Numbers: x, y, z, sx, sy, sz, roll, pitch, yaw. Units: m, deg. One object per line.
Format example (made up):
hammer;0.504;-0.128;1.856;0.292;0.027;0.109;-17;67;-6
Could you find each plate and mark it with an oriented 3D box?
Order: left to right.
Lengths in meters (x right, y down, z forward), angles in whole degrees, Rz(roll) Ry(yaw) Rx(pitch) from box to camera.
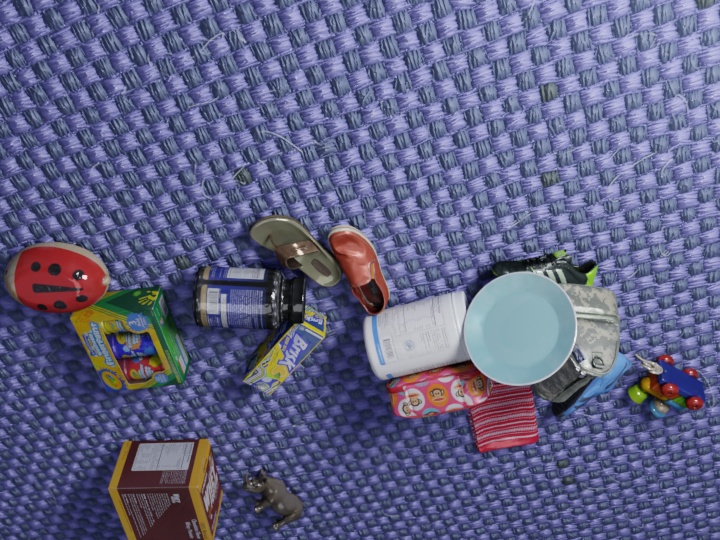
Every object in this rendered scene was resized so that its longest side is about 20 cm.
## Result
plate;0.276;0.101;1.305;0.199;0.202;0.026;-25;153;18

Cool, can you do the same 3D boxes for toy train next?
toy train;0.591;0.231;1.537;0.199;0.085;0.116;27;136;-18

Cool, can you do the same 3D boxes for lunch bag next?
lunch bag;0.162;0.217;1.475;0.198;0.176;0.083;-14;96;21
lunch bag;0.381;0.137;1.370;0.138;0.169;0.200;5;153;-9

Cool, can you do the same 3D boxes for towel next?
towel;0.307;0.314;1.632;0.143;0.023;0.201;-11;125;8

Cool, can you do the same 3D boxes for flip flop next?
flip flop;-0.113;-0.028;1.361;0.081;0.058;0.200;-37;118;25

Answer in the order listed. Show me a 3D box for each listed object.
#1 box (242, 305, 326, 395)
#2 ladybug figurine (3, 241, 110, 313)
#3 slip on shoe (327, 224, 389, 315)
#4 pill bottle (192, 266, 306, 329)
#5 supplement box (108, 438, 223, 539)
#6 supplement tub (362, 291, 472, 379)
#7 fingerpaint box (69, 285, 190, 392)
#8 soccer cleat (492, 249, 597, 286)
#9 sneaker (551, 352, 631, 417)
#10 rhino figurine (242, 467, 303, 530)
box;-0.151;0.156;1.495;0.070;0.065;0.200;31;121;-21
ladybug figurine;-0.559;0.019;1.379;0.198;0.072;0.137;-2;110;3
slip on shoe;0.000;0.000;1.379;0.073;0.061;0.201;-17;123;16
pill bottle;-0.201;0.051;1.388;0.198;0.112;0.113;3;127;-1
supplement box;-0.434;0.501;1.711;0.198;0.133;0.199;-2;127;3
supplement tub;0.114;0.124;1.426;0.198;0.133;0.133;-14;125;11
fingerpaint box;-0.447;0.139;1.479;0.165;0.074;0.201;-6;126;6
soccer cleat;0.337;-0.004;1.375;0.198;0.068;0.082;9;117;-14
sneaker;0.475;0.242;1.549;0.078;0.066;0.201;22;124;-19
rhino figurine;-0.209;0.533;1.776;0.087;0.060;0.201;-36;120;2
